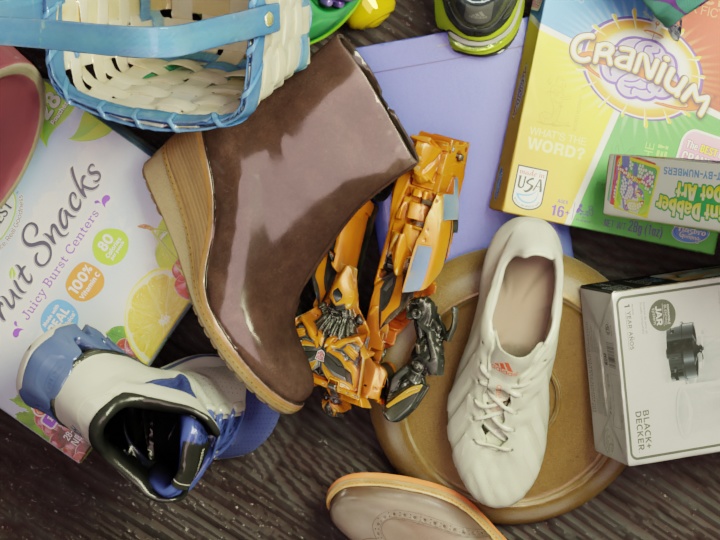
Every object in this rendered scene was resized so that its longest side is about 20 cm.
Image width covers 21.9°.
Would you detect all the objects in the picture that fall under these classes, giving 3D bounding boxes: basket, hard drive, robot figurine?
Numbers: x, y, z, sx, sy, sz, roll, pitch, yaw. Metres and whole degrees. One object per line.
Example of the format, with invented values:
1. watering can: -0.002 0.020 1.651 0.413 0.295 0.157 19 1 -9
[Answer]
1. basket: -0.124 -0.151 1.097 0.175 0.199 0.141 11 105 32
2. hard drive: 0.071 -0.062 1.269 0.130 0.025 0.202 -10 95 3
3. robot figurine: 0.000 0.000 1.230 0.144 0.058 0.202 18 98 32

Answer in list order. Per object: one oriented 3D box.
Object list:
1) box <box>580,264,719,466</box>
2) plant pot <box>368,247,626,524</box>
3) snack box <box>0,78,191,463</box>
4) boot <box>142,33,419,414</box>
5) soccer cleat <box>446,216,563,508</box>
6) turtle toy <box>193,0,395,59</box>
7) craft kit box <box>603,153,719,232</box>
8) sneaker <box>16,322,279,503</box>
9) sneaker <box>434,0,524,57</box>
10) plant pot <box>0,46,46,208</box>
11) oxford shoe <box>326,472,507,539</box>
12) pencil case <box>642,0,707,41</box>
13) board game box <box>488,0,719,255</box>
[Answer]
1. box: 0.252 0.055 1.231 0.198 0.060 0.118 -9 96 -13
2. plant pot: 0.103 0.084 1.264 0.198 0.028 0.202 0 106 0
3. snack box: -0.199 -0.001 1.263 0.168 0.068 0.201 36 94 -2
4. boot: -0.034 -0.028 1.180 0.165 0.072 0.201 -28 87 16
5. soccer cleat: 0.095 0.065 1.205 0.068 0.078 0.202 6 106 -1
6. turtle toy: -0.035 -0.220 1.220 0.199 0.101 0.147 -28 94 4
7. craft kit box: 0.286 -0.040 1.142 0.196 0.199 0.049 -1 97 -31
8. sneaker: -0.120 0.106 1.202 0.115 0.199 0.081 41 105 40
9. sneaker: 0.088 -0.246 1.216 0.073 0.081 0.202 2 84 1
10. plant pot: -0.305 -0.113 1.170 0.178 0.200 0.201 29 96 16
11. oxford shoe: 0.062 0.205 1.261 0.199 0.073 0.072 28 129 0
12. pencil case: 0.157 -0.243 1.161 0.200 0.092 0.085 44 114 -3
13. board game box: 0.180 -0.124 1.236 0.151 0.040 0.202 10 93 -9
